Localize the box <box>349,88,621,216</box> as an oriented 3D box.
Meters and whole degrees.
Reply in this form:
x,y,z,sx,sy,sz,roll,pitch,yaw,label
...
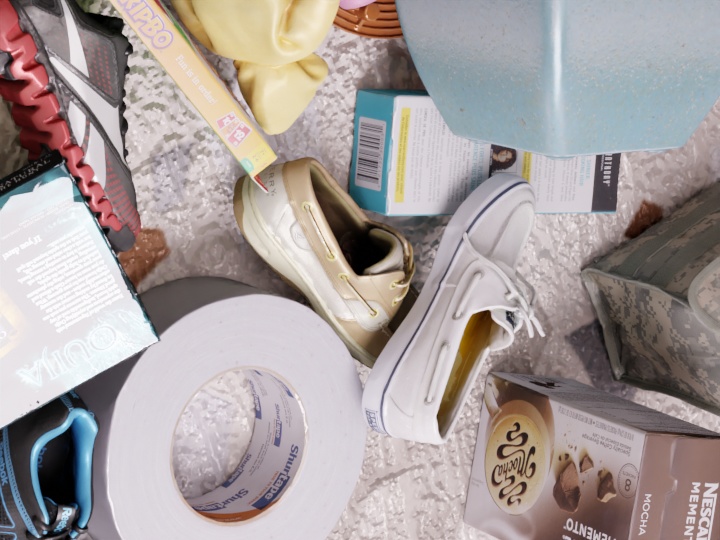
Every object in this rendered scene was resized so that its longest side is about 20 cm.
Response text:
x,y,z,sx,sy,sz,roll,pitch,yaw,label
0.089,-0.082,1.834,0.199,0.049,0.083,-1,100,-34,box

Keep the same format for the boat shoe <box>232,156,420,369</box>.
x,y,z,sx,sy,sz,roll,pitch,yaw,label
0.000,0.000,1.765,0.200,0.066,0.074,42,36,-33,boat shoe

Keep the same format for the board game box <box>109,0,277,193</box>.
x,y,z,sx,sy,sz,roll,pitch,yaw,label
-0.117,-0.138,1.652,0.030,0.096,0.200,-35,121,0,board game box

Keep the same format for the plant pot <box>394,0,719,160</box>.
x,y,z,sx,sy,sz,roll,pitch,yaw,label
0.140,-0.179,1.735,0.196,0.196,0.201,-6,103,-35,plant pot

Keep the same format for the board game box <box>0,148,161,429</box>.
x,y,z,sx,sy,sz,roll,pitch,yaw,label
-0.237,0.033,1.604,0.199,0.028,0.136,-28,115,-5,board game box

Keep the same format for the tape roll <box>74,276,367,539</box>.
x,y,z,sx,sy,sz,roll,pitch,yaw,label
-0.095,0.107,1.738,0.200,0.066,0.201,-7,103,-33,tape roll

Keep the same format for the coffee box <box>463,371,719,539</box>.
x,y,z,sx,sy,sz,roll,pitch,yaw,label
0.162,0.146,1.837,0.080,0.200,0.114,6,97,-30,coffee box

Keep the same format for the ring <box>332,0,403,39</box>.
x,y,z,sx,sy,sz,roll,pitch,yaw,label
0.024,-0.254,1.773,0.200,0.019,0.201,-9,105,-33,ring

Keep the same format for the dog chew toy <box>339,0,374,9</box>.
x,y,z,sx,sy,sz,roll,pitch,yaw,label
-0.027,-0.262,1.666,0.124,0.124,0.201,-26,109,-28,dog chew toy

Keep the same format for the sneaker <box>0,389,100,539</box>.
x,y,z,sx,sy,sz,roll,pitch,yaw,label
-0.210,0.165,1.660,0.073,0.082,0.201,4,98,-35,sneaker

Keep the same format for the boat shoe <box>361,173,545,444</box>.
x,y,z,sx,sy,sz,roll,pitch,yaw,label
0.083,0.028,1.754,0.202,0.086,0.075,-58,144,-23,boat shoe

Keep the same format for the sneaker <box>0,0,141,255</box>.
x,y,z,sx,sy,sz,roll,pitch,yaw,label
-0.172,-0.104,1.636,0.098,0.071,0.201,-36,116,-21,sneaker

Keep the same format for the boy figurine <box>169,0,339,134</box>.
x,y,z,sx,sy,sz,roll,pitch,yaw,label
-0.062,-0.172,1.642,0.065,0.124,0.200,-60,141,-40,boy figurine

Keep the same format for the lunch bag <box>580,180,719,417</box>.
x,y,z,sx,sy,sz,roll,pitch,yaw,label
0.284,0.020,1.898,0.164,0.200,0.118,-32,117,-24,lunch bag
